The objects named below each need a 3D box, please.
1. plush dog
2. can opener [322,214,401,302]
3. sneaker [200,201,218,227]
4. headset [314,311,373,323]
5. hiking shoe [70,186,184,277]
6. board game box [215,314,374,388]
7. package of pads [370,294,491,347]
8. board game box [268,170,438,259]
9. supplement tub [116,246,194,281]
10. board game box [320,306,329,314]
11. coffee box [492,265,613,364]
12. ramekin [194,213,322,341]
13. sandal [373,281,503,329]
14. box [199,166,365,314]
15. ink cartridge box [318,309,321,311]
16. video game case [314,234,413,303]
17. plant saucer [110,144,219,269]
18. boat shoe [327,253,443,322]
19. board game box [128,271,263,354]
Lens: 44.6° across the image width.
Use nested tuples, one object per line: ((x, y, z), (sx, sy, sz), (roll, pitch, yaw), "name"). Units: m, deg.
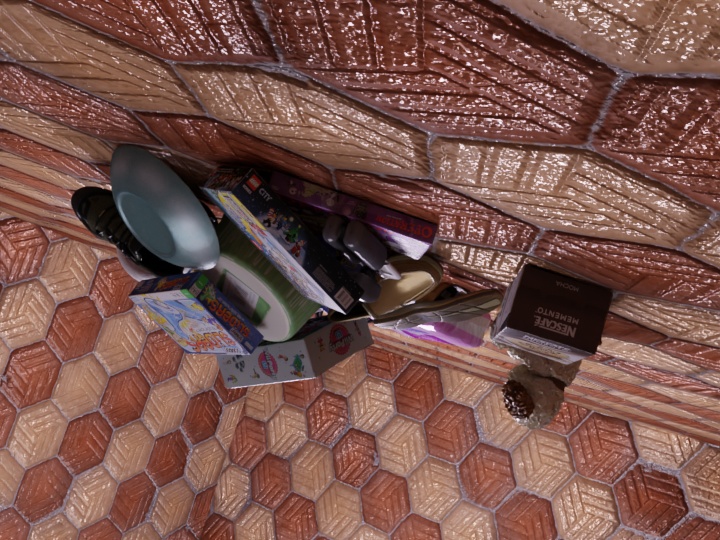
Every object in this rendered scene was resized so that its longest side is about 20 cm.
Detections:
((0.290, 0.168, 1.398), (0.159, 0.174, 0.200), (12, 170, 34), "plush dog")
((0.001, -0.006, 1.055), (0.053, 0.068, 0.200), (15, 171, 19), "can opener")
((-0.253, -0.065, 1.313), (0.114, 0.076, 0.199), (43, 178, 23), "sneaker")
((0.011, 0.081, 1.657), (0.197, 0.095, 0.124), (0, 176, -3), "headset")
((-0.338, -0.058, 1.304), (0.199, 0.076, 0.100), (37, 169, -18), "hiking shoe")
((-0.101, 0.121, 1.347), (0.198, 0.065, 0.147), (-13, -172, 40), "board game box")
((0.115, 0.076, 1.513), (0.120, 0.076, 0.199), (29, 166, -33), "package of pads")
((-0.012, -0.063, 1.045), (0.198, 0.033, 0.120), (19, 168, 0), "board game box")
((-0.323, -0.033, 1.524), (0.143, 0.146, 0.200), (17, 172, 9), "supplement tub")
((-0.129, -0.006, 1.429), (0.199, 0.035, 0.135), (35, 177, 26), "board game box")
((0.239, 0.061, 1.121), (0.112, 0.081, 0.200), (18, 172, 7), "coffee box")
((-0.141, 0.007, 1.245), (0.199, 0.098, 0.201), (28, 148, 19), "ramekin")
((0.112, 0.046, 1.305), (0.198, 0.055, 0.080), (-11, 160, 18), "sandal")
((-0.094, -0.038, 1.040), (0.200, 0.038, 0.136), (48, 167, -23), "box")
((-0.098, 0.044, 1.551), (0.198, 0.051, 0.160), (-13, -172, -27), "ink cartridge box")
((0.000, 0.000, 1.376), (0.198, 0.046, 0.181), (16, 172, 18), "video game case")
((-0.271, -0.070, 1.162), (0.200, 0.039, 0.202), (31, 147, 22), "plant saucer")
((0.031, 0.036, 1.229), (0.199, 0.076, 0.072), (-25, 115, 44), "boat shoe")
((-0.243, 0.066, 1.282), (0.136, 0.035, 0.199), (48, 150, -23), "board game box")
